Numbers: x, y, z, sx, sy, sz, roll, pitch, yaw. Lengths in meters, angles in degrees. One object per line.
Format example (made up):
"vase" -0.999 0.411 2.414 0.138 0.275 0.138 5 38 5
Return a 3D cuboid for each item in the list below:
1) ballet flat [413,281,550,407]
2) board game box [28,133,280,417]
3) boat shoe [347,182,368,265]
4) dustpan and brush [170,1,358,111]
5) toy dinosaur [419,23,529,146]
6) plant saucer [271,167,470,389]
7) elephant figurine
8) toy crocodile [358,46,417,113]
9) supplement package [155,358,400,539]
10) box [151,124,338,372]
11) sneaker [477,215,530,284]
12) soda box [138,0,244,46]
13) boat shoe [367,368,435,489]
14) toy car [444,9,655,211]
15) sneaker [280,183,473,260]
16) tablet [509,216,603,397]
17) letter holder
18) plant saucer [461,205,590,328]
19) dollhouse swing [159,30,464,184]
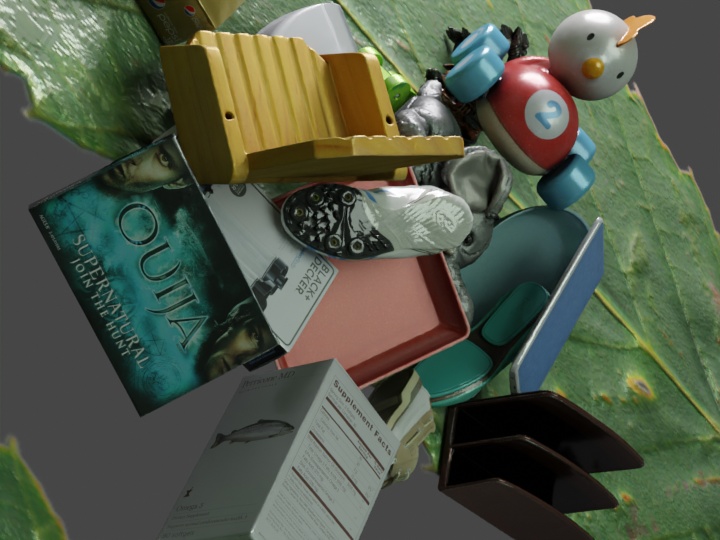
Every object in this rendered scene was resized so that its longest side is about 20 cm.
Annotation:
"ballet flat" 0.129 0.093 1.738 0.200 0.067 0.071 -38 147 -20
"board game box" -0.169 0.004 1.368 0.201 0.135 0.028 64 -4 -16
"boat shoe" -0.003 0.000 1.635 0.075 0.075 0.203 -33 105 -23
"dustpan and brush" -0.087 -0.173 1.551 0.199 0.057 0.140 -15 81 -41
"toy dinosaur" 0.137 -0.205 1.875 0.200 0.102 0.136 18 79 -68
"plant saucer" -0.015 0.009 1.569 0.199 0.037 0.201 -24 99 -20
"elephant figurine" 0.086 -0.068 1.669 0.200 0.155 0.142 46 9 -4
"toy crocodile" -0.012 -0.190 1.684 0.200 0.062 0.068 0 40 -50
"supplement package" -0.069 0.193 1.436 0.117 0.117 0.200 53 42 -27
"box" -0.123 -0.023 1.449 0.200 0.060 0.117 48 45 -16
"sneaker" 0.124 -0.031 1.805 0.091 0.076 0.200 -55 128 -21
"soda box" -0.128 -0.291 1.554 0.064 0.068 0.200 59 40 -22
"boat shoe" 0.023 0.175 1.596 0.069 0.075 0.200 57 40 -14
"toy car" 0.223 -0.204 1.719 0.184 0.200 0.177 48 21 -12
"sneaker" 0.010 -0.044 1.510 0.199 0.072 0.072 1 87 -34
"tablet" 0.210 0.050 1.747 0.200 0.014 0.130 -58 159 -20
"letter holder" 0.201 0.218 1.755 0.200 0.142 0.101 37 52 -40
"plant saucer" 0.166 0.011 1.791 0.199 0.036 0.201 -18 128 -25
"dollhouse swing" -0.033 -0.152 1.421 0.199 0.176 0.183 -3 73 -40
